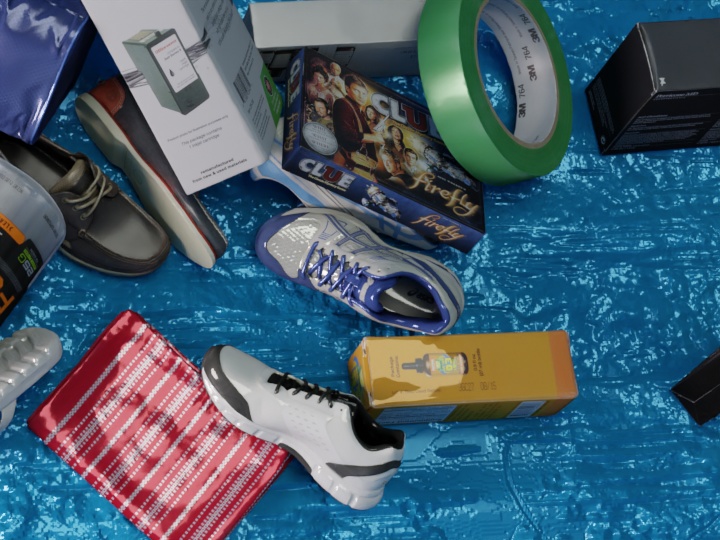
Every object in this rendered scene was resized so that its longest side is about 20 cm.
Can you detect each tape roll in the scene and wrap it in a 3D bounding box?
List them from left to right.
[{"bbox_3d":[0.128,-0.181,1.736,0.200,0.048,0.202,22,62,-50],"label":"tape roll"}]

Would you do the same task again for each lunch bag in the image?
[{"bbox_3d":[-0.303,-0.216,1.614,0.132,0.136,0.200,26,23,-7],"label":"lunch bag"}]

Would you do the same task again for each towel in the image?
[{"bbox_3d":[-0.172,0.145,1.606,0.200,0.022,0.145,41,66,1],"label":"towel"}]

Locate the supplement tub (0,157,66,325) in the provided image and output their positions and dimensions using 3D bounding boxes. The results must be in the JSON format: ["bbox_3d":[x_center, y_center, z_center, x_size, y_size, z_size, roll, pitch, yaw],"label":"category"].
[{"bbox_3d":[-0.347,0.007,1.552,0.122,0.123,0.201,33,65,-2],"label":"supplement tub"}]

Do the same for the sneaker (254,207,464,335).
[{"bbox_3d":[0.000,0.000,1.656,0.199,0.088,0.076,17,104,-1],"label":"sneaker"}]

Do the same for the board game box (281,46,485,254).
[{"bbox_3d":[0.022,-0.110,1.694,0.199,0.035,0.136,24,42,-24],"label":"board game box"}]

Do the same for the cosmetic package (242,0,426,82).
[{"bbox_3d":[-0.014,-0.217,1.752,0.198,0.083,0.051,-5,74,-17],"label":"cosmetic package"}]

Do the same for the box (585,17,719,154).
[{"bbox_3d":[0.340,-0.182,1.806,0.198,0.141,0.079,-6,72,-18],"label":"box"}]

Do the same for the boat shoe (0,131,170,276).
[{"bbox_3d":[-0.256,-0.063,1.630,0.199,0.073,0.075,30,65,-4],"label":"boat shoe"}]

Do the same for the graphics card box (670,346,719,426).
[{"bbox_3d":[0.394,0.058,1.742,0.199,0.126,0.051,-34,82,-25],"label":"graphics card box"}]

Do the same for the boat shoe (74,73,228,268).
[{"bbox_3d":[-0.177,-0.093,1.669,0.062,0.071,0.200,-33,78,-26],"label":"boat shoe"}]

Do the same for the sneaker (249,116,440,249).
[{"bbox_3d":[-0.011,-0.073,1.716,0.199,0.073,0.072,29,36,-17],"label":"sneaker"}]

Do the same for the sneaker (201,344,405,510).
[{"bbox_3d":[-0.046,0.119,1.610,0.199,0.080,0.074,35,33,-5],"label":"sneaker"}]

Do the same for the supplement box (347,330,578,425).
[{"bbox_3d":[0.091,0.097,1.675,0.198,0.069,0.067,0,69,-18],"label":"supplement box"}]

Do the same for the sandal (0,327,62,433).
[{"bbox_3d":[-0.325,0.123,1.552,0.202,0.082,0.050,-38,127,-26],"label":"sandal"}]

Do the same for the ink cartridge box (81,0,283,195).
[{"bbox_3d":[-0.151,-0.191,1.609,0.084,0.146,0.201,-21,112,14],"label":"ink cartridge box"}]
